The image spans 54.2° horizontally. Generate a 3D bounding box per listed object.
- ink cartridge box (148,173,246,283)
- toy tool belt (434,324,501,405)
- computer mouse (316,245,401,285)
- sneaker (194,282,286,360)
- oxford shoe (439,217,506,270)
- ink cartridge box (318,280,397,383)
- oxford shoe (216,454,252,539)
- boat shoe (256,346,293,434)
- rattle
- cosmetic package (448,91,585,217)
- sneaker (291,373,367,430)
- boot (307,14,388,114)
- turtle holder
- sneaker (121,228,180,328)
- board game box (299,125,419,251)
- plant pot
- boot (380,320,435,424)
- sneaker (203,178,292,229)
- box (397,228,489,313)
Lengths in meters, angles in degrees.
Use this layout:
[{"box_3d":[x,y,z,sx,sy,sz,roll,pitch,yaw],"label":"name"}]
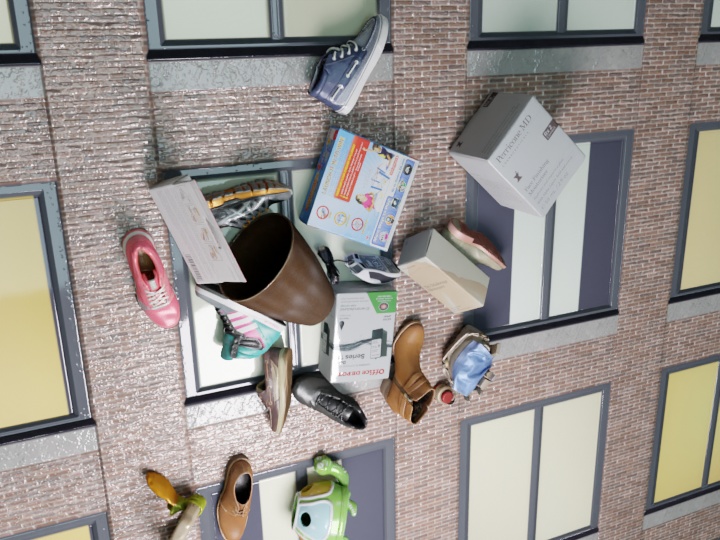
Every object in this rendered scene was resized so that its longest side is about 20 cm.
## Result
[{"box_3d":[-0.282,-0.073,1.266,0.045,0.174,0.203,-39,115,-37],"label":"ink cartridge box"},{"box_3d":[0.248,0.238,1.634,0.124,0.123,0.203,27,94,-28],"label":"toy tool belt"},{"box_3d":[0.000,0.000,1.474,0.197,0.110,0.044,9,120,-34],"label":"computer mouse"},{"box_3d":[-0.259,0.112,1.398,0.198,0.084,0.122,30,93,-19],"label":"sneaker"},{"box_3d":[0.250,-0.046,1.592,0.198,0.071,0.074,31,117,-29],"label":"oxford shoe"},{"box_3d":[-0.007,0.131,1.510,0.144,0.083,0.204,-2,107,-23],"label":"ink cartridge box"},{"box_3d":[-0.267,0.506,1.517,0.070,0.071,0.204,0,107,-25],"label":"oxford shoe"},{"box_3d":[-0.185,0.251,1.486,0.070,0.072,0.204,8,116,6],"label":"boat shoe"},{"box_3d":[-0.413,0.538,1.464,0.141,0.131,0.202,21,123,-16],"label":"rattle"},{"box_3d":[0.331,-0.248,1.499,0.199,0.165,0.166,37,88,-28],"label":"cosmetic package"},{"box_3d":[-0.060,0.287,1.530,0.198,0.090,0.077,30,86,-28],"label":"sneaker"},{"box_3d":[-0.023,-0.408,1.345,0.089,0.073,0.203,21,97,-33],"label":"boot"},{"box_3d":[-0.081,0.528,1.568,0.129,0.141,0.189,11,111,-9],"label":"turtle holder"},{"box_3d":[-0.390,0.028,1.307,0.073,0.087,0.203,-23,114,-14],"label":"sneaker"},{"box_3d":[-0.002,-0.165,1.439,0.193,0.056,0.203,17,98,-27],"label":"board game box"},{"box_3d":[-0.142,0.021,1.379,0.188,0.186,0.200,-51,132,-2],"label":"plant pot"},{"box_3d":[0.116,0.225,1.553,0.076,0.155,0.203,24,95,-27],"label":"boot"},{"box_3d":[-0.224,-0.122,1.346,0.196,0.078,0.079,-15,111,-8],"label":"sneaker"},{"box_3d":[0.183,0.003,1.539,0.199,0.094,0.079,36,55,-27],"label":"box"}]
